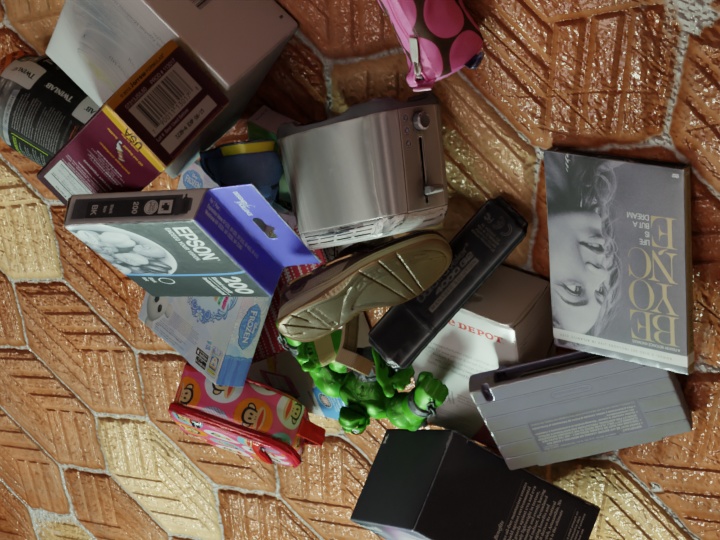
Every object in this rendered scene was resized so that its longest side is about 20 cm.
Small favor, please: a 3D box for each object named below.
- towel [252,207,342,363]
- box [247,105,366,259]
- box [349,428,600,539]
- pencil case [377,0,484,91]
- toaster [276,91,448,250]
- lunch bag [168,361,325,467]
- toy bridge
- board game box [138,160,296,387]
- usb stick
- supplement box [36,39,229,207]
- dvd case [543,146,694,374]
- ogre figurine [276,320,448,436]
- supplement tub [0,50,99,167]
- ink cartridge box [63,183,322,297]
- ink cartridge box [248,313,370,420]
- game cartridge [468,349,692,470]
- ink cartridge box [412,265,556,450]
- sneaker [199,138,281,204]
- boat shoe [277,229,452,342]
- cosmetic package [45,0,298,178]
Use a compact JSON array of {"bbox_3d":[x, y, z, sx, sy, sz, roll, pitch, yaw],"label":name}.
[{"bbox_3d":[-0.097,0.018,1.691,0.199,0.022,0.146,-22,90,44],"label":"towel"},{"bbox_3d":[-0.056,-0.071,1.658,0.143,0.036,0.202,26,139,25],"label":"box"},{"bbox_3d":[0.121,0.270,1.658,0.197,0.124,0.200,29,165,-15],"label":"box"},{"bbox_3d":[0.035,-0.262,1.323,0.090,0.094,0.201,-7,120,48],"label":"pencil case"},{"bbox_3d":[-0.001,-0.095,1.477,0.198,0.113,0.131,-9,92,44],"label":"toaster"},{"bbox_3d":[-0.125,0.173,1.749,0.174,0.083,0.200,17,168,7],"label":"lunch bag"},{"bbox_3d":[0.018,0.005,1.551,0.027,0.202,0.067,24,175,-37],"label":"toy bridge"},{"bbox_3d":[-0.164,-0.001,1.681,0.199,0.043,0.201,32,108,50],"label":"board game box"},{"bbox_3d":[0.086,0.014,1.490,0.055,0.200,0.033,44,-171,18],"label":"usb stick"},{"bbox_3d":[-0.230,-0.130,1.497,0.086,0.111,0.199,46,146,-10],"label":"supplement box"},{"bbox_3d":[0.240,-0.010,1.394,0.147,0.016,0.203,12,119,38],"label":"dvd case"},{"bbox_3d":[0.007,0.117,1.610,0.197,0.099,0.120,4,149,14],"label":"ogre figurine"},{"bbox_3d":[-0.344,-0.174,1.770,0.199,0.123,0.123,30,143,19],"label":"supplement tub"},{"bbox_3d":[-0.163,-0.025,1.501,0.197,0.044,0.198,-3,157,20],"label":"ink cartridge box"},{"bbox_3d":[-0.081,0.090,1.806,0.198,0.085,0.146,10,133,41],"label":"ink cartridge box"},{"bbox_3d":[0.222,0.133,1.505,0.198,0.039,0.130,-15,132,19],"label":"game cartridge"},{"bbox_3d":[0.130,0.087,1.589,0.145,0.083,0.202,20,139,31],"label":"ink cartridge box"},{"bbox_3d":[-0.126,-0.092,1.561,0.200,0.065,0.080,-172,74,-75],"label":"sneaker"},{"bbox_3d":[0.000,0.000,1.494,0.199,0.073,0.072,-29,134,25],"label":"boat shoe"},{"bbox_3d":[-0.202,-0.240,1.561,0.199,0.123,0.200,44,147,1],"label":"cosmetic package"}]
